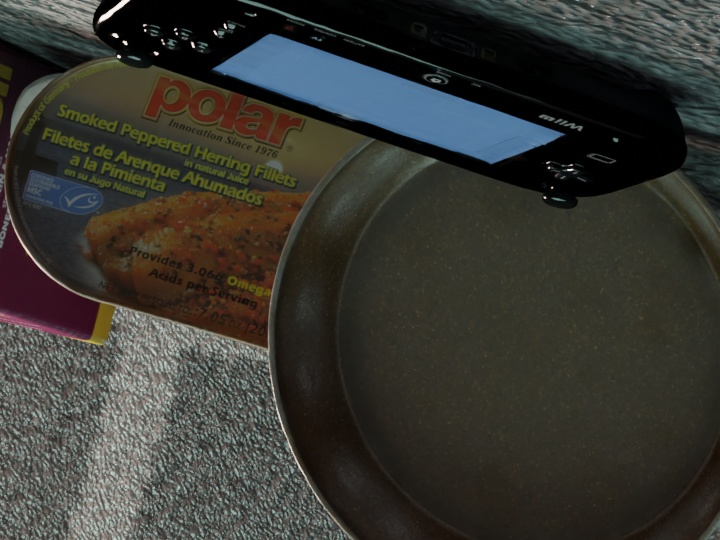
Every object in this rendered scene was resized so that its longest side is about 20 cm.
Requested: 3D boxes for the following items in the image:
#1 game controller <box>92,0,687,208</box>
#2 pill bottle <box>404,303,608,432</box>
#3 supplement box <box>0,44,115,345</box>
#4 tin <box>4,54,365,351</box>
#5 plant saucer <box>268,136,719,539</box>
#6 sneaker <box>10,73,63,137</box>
[{"bbox_3d":[0.011,-0.065,0.865,0.200,0.042,0.104,17,176,-19],"label":"game controller"},{"bbox_3d":[0.097,0.018,1.095,0.114,0.115,0.200,14,180,29],"label":"pill bottle"},{"bbox_3d":[-0.206,-0.049,1.304,0.103,0.131,0.200,12,175,32],"label":"supplement box"},{"bbox_3d":[-0.060,-0.029,1.149,0.199,0.112,0.042,17,-175,-4],"label":"tin"},{"bbox_3d":[0.061,0.031,0.974,0.200,0.201,0.034,14,-166,22],"label":"plant saucer"},{"bbox_3d":[-0.065,-0.052,1.241,0.200,0.075,0.088,21,-171,9],"label":"sneaker"}]
